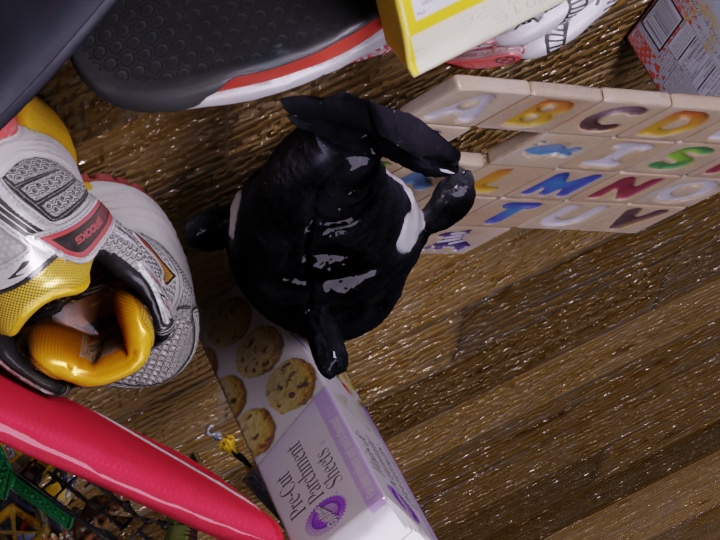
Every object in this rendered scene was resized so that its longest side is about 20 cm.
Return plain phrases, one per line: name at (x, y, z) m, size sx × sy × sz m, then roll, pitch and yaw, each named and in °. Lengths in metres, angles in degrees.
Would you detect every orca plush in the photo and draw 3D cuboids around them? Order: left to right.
orca plush at (0.000, 0.000, 0.949) m, size 0.105 × 0.072 × 0.200 m, roll -4°, pitch 165°, yaw -19°

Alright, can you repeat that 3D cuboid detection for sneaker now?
sneaker at (-0.100, 0.012, 0.920) m, size 0.078 × 0.082 × 0.200 m, roll -32°, pitch 160°, yaw 5°
sneaker at (0.007, -0.086, 0.862) m, size 0.201 × 0.067 × 0.108 m, roll -30°, pitch 157°, yaw -9°

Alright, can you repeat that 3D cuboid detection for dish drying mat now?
dish drying mat at (-0.115, 0.045, 0.894) m, size 0.200 × 0.077 × 0.018 m, roll 30°, pitch 90°, yaw -38°

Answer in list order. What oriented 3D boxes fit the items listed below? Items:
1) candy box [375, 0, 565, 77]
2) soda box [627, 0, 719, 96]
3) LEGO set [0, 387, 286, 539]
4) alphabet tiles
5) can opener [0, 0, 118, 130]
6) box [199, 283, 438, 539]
candy box at (0.037, -0.148, 0.734) m, size 0.102 × 0.026 × 0.201 m, roll -29°, pitch 139°, yaw -12°
soda box at (0.182, -0.127, 1.010) m, size 0.068 × 0.064 × 0.200 m, roll -15°, pitch 155°, yaw -35°
LEGO set at (-0.074, 0.107, 1.056) m, size 0.116 × 0.199 × 0.154 m, roll -43°, pitch 153°, yaw -45°
alphabet tiles at (0.062, -0.035, 1.021) m, size 0.199 × 0.008 × 0.167 m, roll 2°, pitch 161°, yaw -37°
can opener at (-0.076, -0.093, 0.760) m, size 0.063 × 0.079 × 0.200 m, roll -46°, pitch -179°, yaw -42°
box at (-0.019, 0.060, 1.005) m, size 0.041 × 0.200 × 0.039 m, roll -40°, pitch 118°, yaw 6°
